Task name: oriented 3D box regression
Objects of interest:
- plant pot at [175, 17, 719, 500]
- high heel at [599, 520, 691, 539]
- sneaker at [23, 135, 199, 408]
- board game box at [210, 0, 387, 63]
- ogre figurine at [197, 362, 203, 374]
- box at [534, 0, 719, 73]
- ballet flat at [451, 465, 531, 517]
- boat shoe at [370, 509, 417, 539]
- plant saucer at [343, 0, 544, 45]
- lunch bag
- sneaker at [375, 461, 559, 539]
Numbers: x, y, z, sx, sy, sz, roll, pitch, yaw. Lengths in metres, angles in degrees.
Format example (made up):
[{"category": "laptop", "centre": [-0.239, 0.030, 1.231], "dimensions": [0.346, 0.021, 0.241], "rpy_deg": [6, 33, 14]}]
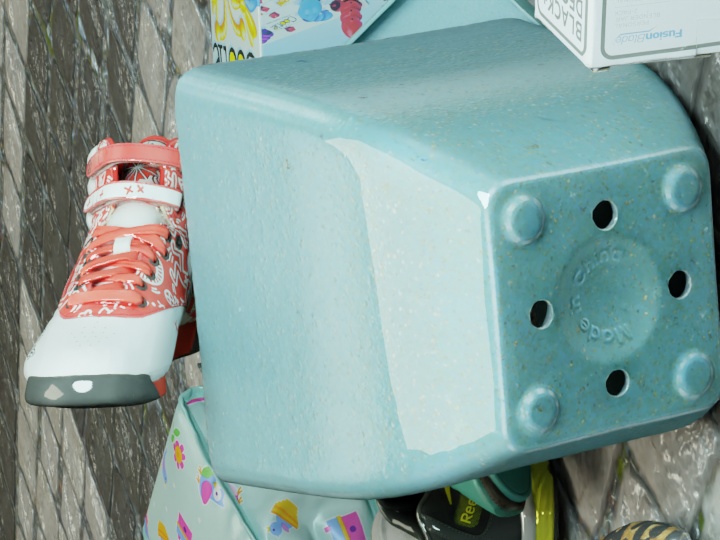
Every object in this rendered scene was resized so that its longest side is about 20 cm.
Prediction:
[{"category": "plant pot", "centre": [0.055, 0.002, 1.300], "dimensions": [0.200, 0.196, 0.196], "rpy_deg": [15, 113, 59]}, {"category": "high heel", "centre": [0.077, 0.176, 1.372], "dimensions": [0.200, 0.142, 0.072], "rpy_deg": [113, 145, -59]}, {"category": "sneaker", "centre": [-0.112, -0.004, 1.341], "dimensions": [0.201, 0.067, 0.108], "rpy_deg": [-44, -45, -76]}, {"category": "board game box", "centre": [-0.022, -0.153, 1.594], "dimensions": [0.103, 0.105, 0.201], "rpy_deg": [-137, 42, -63]}, {"category": "ogre figurine", "centre": [0.000, 0.000, 1.436], "dimensions": [0.120, 0.098, 0.200], "rpy_deg": [49, -142, -38]}, {"category": "box", "centre": [0.129, -0.182, 1.083], "dimensions": [0.060, 0.116, 0.201], "rpy_deg": [-129, 34, -58]}, {"category": "ballet flat", "centre": [0.041, 0.058, 1.499], "dimensions": [0.067, 0.070, 0.200], "rpy_deg": [43, -153, -40]}, {"category": "boat shoe", "centre": [0.055, 0.164, 1.578], "dimensions": [0.069, 0.071, 0.200], "rpy_deg": [-46, 20, 12]}, {"category": "plant saucer", "centre": [0.019, -0.095, 1.485], "dimensions": [0.070, 0.019, 0.200], "rpy_deg": [43, 137, -5]}, {"category": "lunch bag", "centre": [-0.047, 0.186, 1.818], "dimensions": [0.200, 0.122, 0.171], "rpy_deg": [63, 154, 27]}, {"category": "sneaker", "centre": [0.038, 0.090, 1.552], "dimensions": [0.200, 0.084, 0.075], "rpy_deg": [-127, 34, -57]}]
